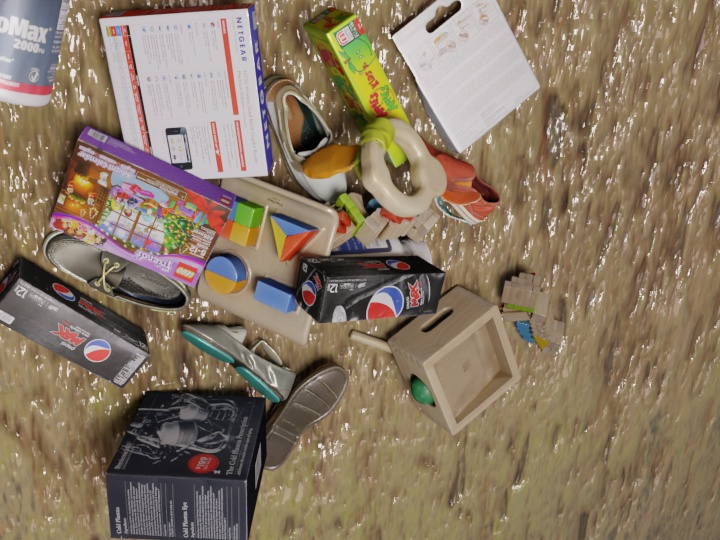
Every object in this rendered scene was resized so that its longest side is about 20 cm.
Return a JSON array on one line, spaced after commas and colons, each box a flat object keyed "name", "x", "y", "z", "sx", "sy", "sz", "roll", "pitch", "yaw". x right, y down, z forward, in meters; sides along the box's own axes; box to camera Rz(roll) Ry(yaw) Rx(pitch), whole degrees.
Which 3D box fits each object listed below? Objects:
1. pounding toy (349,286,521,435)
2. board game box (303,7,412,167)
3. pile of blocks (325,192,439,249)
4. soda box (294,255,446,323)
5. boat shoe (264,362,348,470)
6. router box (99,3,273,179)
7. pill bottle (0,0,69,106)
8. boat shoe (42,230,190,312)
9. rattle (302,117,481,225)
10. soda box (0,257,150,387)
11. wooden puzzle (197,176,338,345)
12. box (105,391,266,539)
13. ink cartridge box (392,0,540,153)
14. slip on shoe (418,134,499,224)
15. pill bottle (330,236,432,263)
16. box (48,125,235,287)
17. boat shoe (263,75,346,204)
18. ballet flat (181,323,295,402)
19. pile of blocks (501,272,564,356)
[{"name": "pounding toy", "x": 0.121, "y": 0.137, "z": 1.228, "sx": 0.199, "sy": 0.142, "sz": 0.186, "roll": -35, "pitch": 122, "yaw": -18}, {"name": "board game box", "x": 0.004, "y": -0.244, "z": 1.020, "sx": 0.047, "sy": 0.102, "sz": 0.201, "roll": -34, "pitch": 120, "yaw": -4}, {"name": "pile of blocks", "x": 0.022, "y": -0.080, "z": 1.052, "sx": 0.197, "sy": 0.062, "sz": 0.083, "roll": -7, "pitch": 70, "yaw": -23}, {"name": "soda box", "x": 0.015, "y": 0.022, "z": 1.007, "sx": 0.198, "sy": 0.071, "sz": 0.064, "roll": -2, "pitch": 114, "yaw": -36}, {"name": "boat shoe", "x": -0.101, "y": 0.214, "z": 1.190, "sx": 0.200, "sy": 0.068, "sz": 0.072, "roll": -46, "pitch": 113, "yaw": 3}, {"name": "router box", "x": -0.207, "y": -0.213, "z": 0.934, "sx": 0.176, "sy": 0.049, "sz": 0.203, "roll": -2, "pitch": 116, "yaw": 3}, {"name": "pill bottle", "x": -0.380, "y": -0.293, "z": 0.828, "sx": 0.118, "sy": 0.120, "sz": 0.203, "roll": 10, "pitch": 107, "yaw": -26}, {"name": "boat shoe", "x": -0.317, "y": 0.002, "z": 1.011, "sx": 0.200, "sy": 0.060, "sz": 0.073, "roll": 22, "pitch": 101, "yaw": -29}, {"name": "rattle", "x": 0.045, "y": -0.106, "z": 1.008, "sx": 0.142, "sy": 0.132, "sz": 0.199, "roll": -34, "pitch": 146, "yaw": 31}, {"name": "soda box", "x": -0.376, "y": 0.071, "z": 0.999, "sx": 0.063, "sy": 0.071, "sz": 0.199, "roll": -48, "pitch": 122, "yaw": 4}, {"name": "wooden puzzle", "x": -0.135, "y": -0.016, "z": 1.025, "sx": 0.046, "sy": 0.183, "sz": 0.203, "roll": -27, "pitch": 135, "yaw": -62}, {"name": "box", "x": -0.229, "y": 0.265, "z": 1.049, "sx": 0.179, "sy": 0.201, "sz": 0.106, "roll": 2, "pitch": 112, "yaw": -1}, {"name": "ink cartridge box", "x": 0.149, "y": -0.297, "z": 1.097, "sx": 0.162, "sy": 0.057, "sz": 0.201, "roll": -38, "pitch": 112, "yaw": -3}, {"name": "slip on shoe", "x": 0.138, "y": -0.142, "z": 1.130, "sx": 0.061, "sy": 0.075, "sz": 0.199, "roll": -32, "pitch": 131, "yaw": 28}, {"name": "pill bottle", "x": 0.000, "y": 0.000, "z": 1.115, "sx": 0.197, "sy": 0.111, "sz": 0.113, "roll": -4, "pitch": 113, "yaw": -21}, {"name": "box", "x": -0.273, "y": -0.075, "z": 0.960, "sx": 0.198, "sy": 0.039, "sz": 0.138, "roll": 24, "pitch": 123, "yaw": -15}, {"name": "boat shoe", "x": -0.071, "y": -0.166, "z": 1.038, "sx": 0.074, "sy": 0.068, "sz": 0.201, "roll": -38, "pitch": 124, "yaw": -7}, {"name": "ballet flat", "x": -0.176, "y": 0.120, "z": 1.127, "sx": 0.200, "sy": 0.067, "sz": 0.064, "roll": 41, "pitch": 64, "yaw": -25}, {"name": "pile of blocks", "x": 0.293, "y": 0.065, "z": 1.307, "sx": 0.201, "sy": 0.081, "sz": 0.063, "roll": 57, "pitch": 41, "yaw": -39}]
